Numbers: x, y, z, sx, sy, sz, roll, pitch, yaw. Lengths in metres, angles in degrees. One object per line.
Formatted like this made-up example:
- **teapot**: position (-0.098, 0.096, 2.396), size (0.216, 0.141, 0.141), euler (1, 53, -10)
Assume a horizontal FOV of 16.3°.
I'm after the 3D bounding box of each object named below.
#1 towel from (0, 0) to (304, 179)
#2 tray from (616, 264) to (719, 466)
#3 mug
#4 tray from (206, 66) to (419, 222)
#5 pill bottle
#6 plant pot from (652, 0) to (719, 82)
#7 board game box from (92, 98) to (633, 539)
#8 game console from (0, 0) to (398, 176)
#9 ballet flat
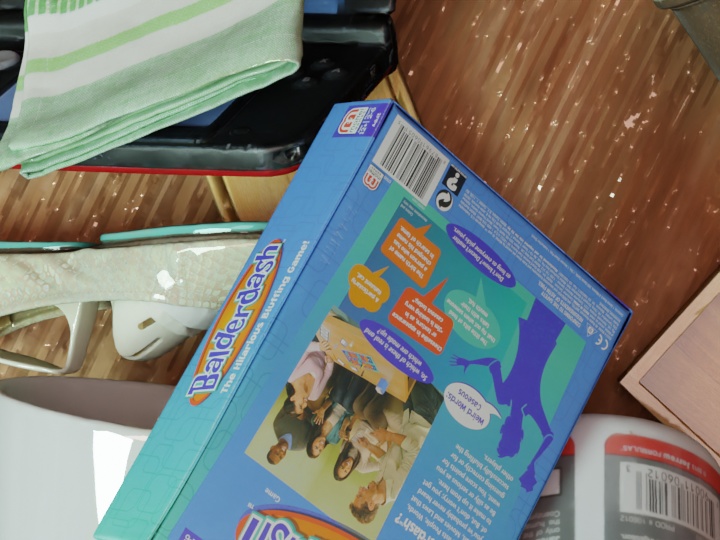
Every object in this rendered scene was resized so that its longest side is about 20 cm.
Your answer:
- **towel**: position (-0.082, -0.142, 1.022), size (0.152, 0.023, 0.201), euler (-19, 52, 31)
- **tray**: position (0.220, 0.081, 1.116), size (0.200, 0.037, 0.099), euler (43, 92, 3)
- **mug**: position (-0.076, 0.135, 1.040), size (0.185, 0.149, 0.154), euler (11, 94, 33)
- **tray**: position (0.000, 0.000, 1.122), size (0.098, 0.037, 0.201), euler (-21, 87, 4)
- **pill bottle**: position (0.096, 0.171, 1.036), size (0.115, 0.116, 0.201), euler (2, 58, 3)
- **plant pot**: position (0.255, -0.076, 1.046), size (0.199, 0.200, 0.199), euler (-29, 96, 3)
- **board game box**: position (0.006, 0.058, 0.986), size (0.152, 0.045, 0.201), euler (40, 69, -29)
- **game console**: position (-0.092, -0.128, 1.068), size (0.198, 0.172, 0.120), euler (2, 118, 23)
- **ballet flat**: position (-0.110, 0.014, 1.099), size (0.199, 0.067, 0.063), euler (-3, 85, 30)
